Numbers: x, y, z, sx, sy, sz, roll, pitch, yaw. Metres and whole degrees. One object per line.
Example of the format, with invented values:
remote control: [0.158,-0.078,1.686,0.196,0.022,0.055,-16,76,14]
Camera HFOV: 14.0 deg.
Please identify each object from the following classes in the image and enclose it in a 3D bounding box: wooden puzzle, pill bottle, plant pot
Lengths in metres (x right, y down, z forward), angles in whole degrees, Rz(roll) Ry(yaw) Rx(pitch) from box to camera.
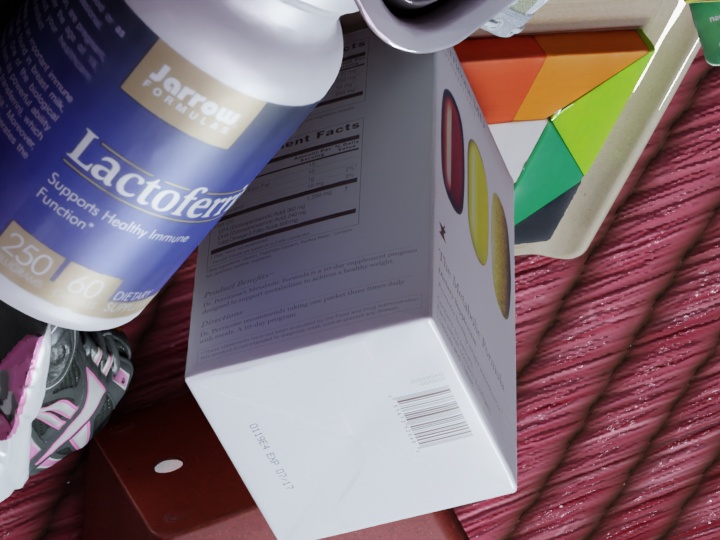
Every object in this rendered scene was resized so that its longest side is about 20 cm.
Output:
wooden puzzle: [0.056,-0.062,1.409,0.200,0.037,0.185,-2,137,-30]
pill bottle: [-0.079,-0.081,1.154,0.116,0.116,0.200,14,128,-43]
plant pot: [-0.038,0.157,1.479,0.200,0.200,0.176,-18,116,-13]

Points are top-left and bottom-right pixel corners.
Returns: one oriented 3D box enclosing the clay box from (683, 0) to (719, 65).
clay box: [0.178,-0.193,1.213,0.115,0.200,0.048,-15,-174,-17]

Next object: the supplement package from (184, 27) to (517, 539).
supplement package: [0.000,0.000,1.276,0.109,0.200,0.114,-14,131,15]

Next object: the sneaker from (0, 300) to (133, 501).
sneaker: [-0.147,0.037,1.367,0.086,0.080,0.200,-26,167,-21]

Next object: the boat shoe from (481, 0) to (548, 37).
boat shoe: [0.010,-0.142,1.251,0.202,0.074,0.065,6,130,-42]

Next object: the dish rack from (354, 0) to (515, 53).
dish rack: [0.027,-0.198,1.059,0.172,0.044,0.200,-38,117,-16]

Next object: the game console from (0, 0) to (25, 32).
game console: [-0.193,-0.129,1.122,0.176,0.116,0.200,-46,178,-22]
